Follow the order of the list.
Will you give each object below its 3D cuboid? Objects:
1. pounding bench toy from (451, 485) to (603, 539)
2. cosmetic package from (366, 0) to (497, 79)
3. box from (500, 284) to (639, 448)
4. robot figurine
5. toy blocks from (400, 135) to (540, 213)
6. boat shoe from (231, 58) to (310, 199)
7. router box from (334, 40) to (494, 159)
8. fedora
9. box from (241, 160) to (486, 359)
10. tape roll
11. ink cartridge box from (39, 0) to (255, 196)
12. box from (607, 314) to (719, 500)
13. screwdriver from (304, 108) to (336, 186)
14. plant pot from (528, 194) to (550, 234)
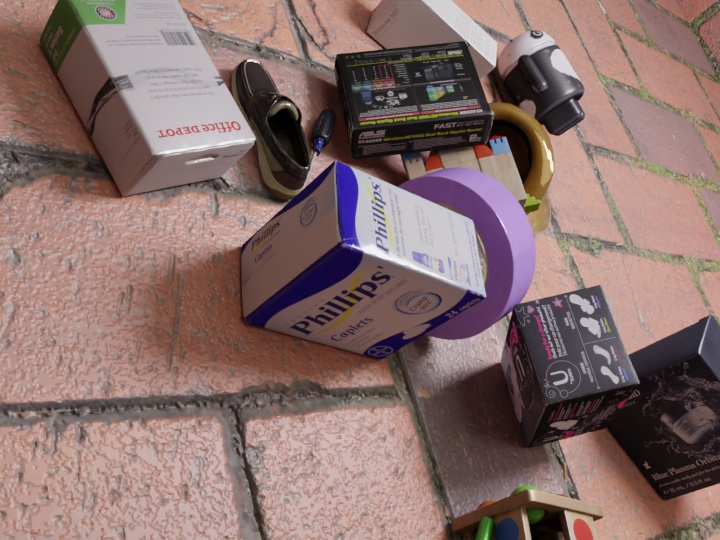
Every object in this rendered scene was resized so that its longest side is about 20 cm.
[{"bbox_3d":[0.159,0.311,0.830,0.199,0.124,0.157,21,49,-33],"label":"pounding bench toy"},{"bbox_3d":[0.121,-0.388,1.311,0.199,0.113,0.082,32,43,-22],"label":"cosmetic package"},{"bbox_3d":[0.249,0.125,0.986,0.114,0.200,0.133,-13,64,-2],"label":"box"},{"bbox_3d":[0.348,-0.358,1.501,0.124,0.150,0.201,-27,81,-14],"label":"robot figurine"},{"bbox_3d":[0.142,-0.134,1.121,0.198,0.100,0.138,-13,68,-3],"label":"toy blocks"},{"bbox_3d":[-0.103,-0.187,0.978,0.073,0.065,0.202,-5,64,-43],"label":"boat shoe"},{"bbox_3d":[0.071,-0.241,1.106,0.198,0.062,0.151,-7,56,-6],"label":"router box"},{"bbox_3d":[0.196,-0.151,1.198,0.202,0.199,0.082,64,5,13],"label":"fedora"},{"bbox_3d":[0.000,0.000,0.853,0.199,0.184,0.106,19,52,-34],"label":"box"},{"bbox_3d":[0.110,-0.021,0.962,0.065,0.200,0.201,-24,80,-51],"label":"tape roll"},{"bbox_3d":[-0.226,-0.191,0.845,0.146,0.084,0.201,-20,78,-49],"label":"ink cartridge box"},{"bbox_3d":[0.486,0.208,1.173,0.201,0.196,0.117,51,40,-2],"label":"box"},{"bbox_3d":[-0.059,-0.140,1.021,0.029,0.028,0.201,12,51,-3],"label":"screwdriver"},{"bbox_3d":[0.243,-0.143,1.320,0.199,0.027,0.202,26,47,-31],"label":"plant pot"}]
